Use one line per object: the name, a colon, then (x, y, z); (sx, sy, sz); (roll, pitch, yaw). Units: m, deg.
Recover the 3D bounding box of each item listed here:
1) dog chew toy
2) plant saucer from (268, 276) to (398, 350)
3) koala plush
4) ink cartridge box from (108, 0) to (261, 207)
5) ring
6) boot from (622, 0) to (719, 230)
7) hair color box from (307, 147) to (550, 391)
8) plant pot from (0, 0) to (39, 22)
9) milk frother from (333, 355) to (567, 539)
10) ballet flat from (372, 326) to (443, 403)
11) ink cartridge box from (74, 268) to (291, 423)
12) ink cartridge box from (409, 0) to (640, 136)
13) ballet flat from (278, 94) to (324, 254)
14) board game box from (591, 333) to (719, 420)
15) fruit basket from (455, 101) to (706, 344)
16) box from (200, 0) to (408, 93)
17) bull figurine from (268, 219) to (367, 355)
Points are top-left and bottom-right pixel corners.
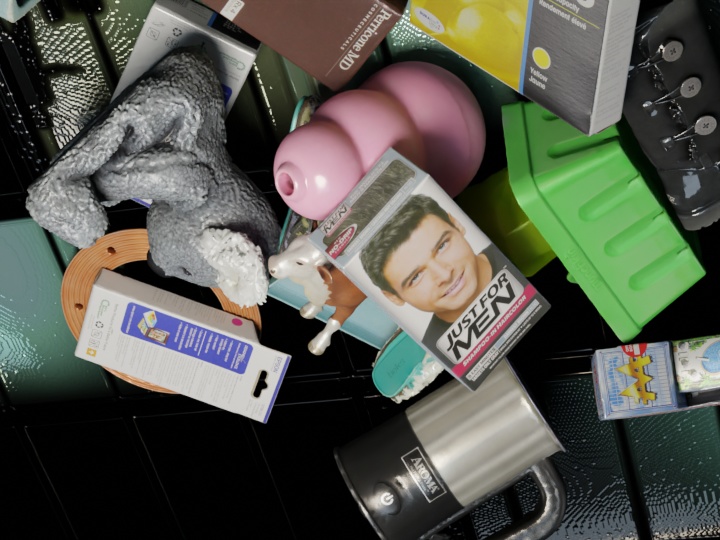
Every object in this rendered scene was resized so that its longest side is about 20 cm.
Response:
dog chew toy: (0.010, -0.097, 1.447); (0.124, 0.200, 0.125); (23, 123, 39)
plant saucer: (0.007, 0.033, 1.623); (0.200, 0.019, 0.070); (28, 131, -35)
koala plush: (-0.142, -0.062, 1.477); (0.184, 0.177, 0.200); (-41, 101, 12)
ink cartridge box: (-0.168, -0.144, 1.555); (0.099, 0.039, 0.200); (26, 126, -8)
ring: (-0.191, 0.038, 1.711); (0.200, 0.019, 0.201); (6, 127, 8)
boot: (0.281, -0.152, 1.395); (0.165, 0.066, 0.200); (-36, 118, -4)
hair color box: (0.058, 0.002, 1.421); (0.099, 0.061, 0.200); (-48, 131, -2)
plant pot: (-0.304, -0.342, 1.348); (0.200, 0.196, 0.197); (20, 129, 11)
milk frother: (0.093, 0.178, 1.693); (0.188, 0.200, 0.181); (-32, 109, 4)
ballet flat: (0.077, 0.048, 1.597); (0.072, 0.072, 0.200); (30, 136, -11)
ink cartridge box: (-0.169, 0.073, 1.699); (0.200, 0.037, 0.095); (21, 127, -1)
ink cartridge box: (0.121, -0.228, 1.315); (0.198, 0.047, 0.200); (38, 146, 32)
ballet flat: (-0.032, -0.070, 1.561); (0.072, 0.072, 0.201); (13, 135, 3)
board game box: (0.279, 0.091, 1.538); (0.199, 0.200, 0.062); (-10, 84, 20)
fruit basket: (0.162, -0.040, 1.495); (0.215, 0.156, 0.216); (0, 130, 0)
box: (-0.067, -0.245, 1.435); (0.200, 0.075, 0.100); (31, 127, -14)
bull figurine: (0.000, 0.000, 1.494); (0.065, 0.200, 0.122); (50, 136, 23)
